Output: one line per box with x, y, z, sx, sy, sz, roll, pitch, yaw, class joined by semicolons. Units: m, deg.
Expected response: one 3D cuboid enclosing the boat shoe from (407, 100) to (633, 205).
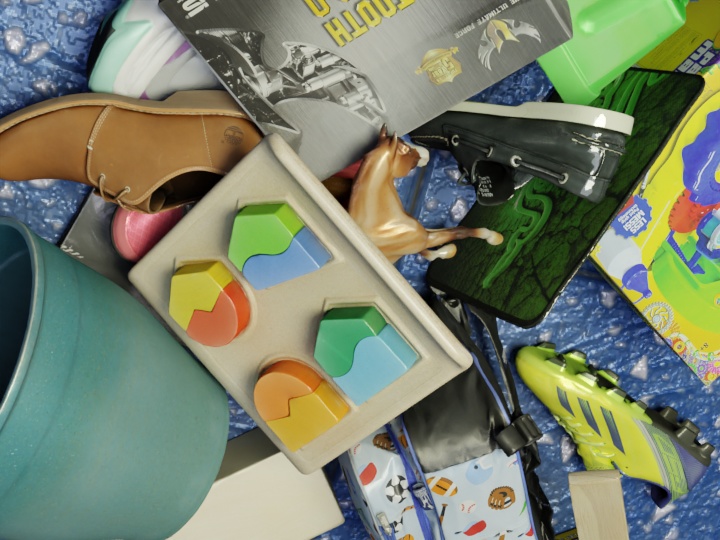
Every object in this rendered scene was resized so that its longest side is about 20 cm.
0.096;-0.075;0.912;0.074;0.198;0.067;7;91;-43;boat shoe

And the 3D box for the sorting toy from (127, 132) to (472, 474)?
-0.048;0.033;0.874;0.185;0.036;0.200;48;134;-4;sorting toy

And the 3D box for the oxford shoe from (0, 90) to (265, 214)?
-0.158;-0.071;0.894;0.197;0.072;0.071;-3;159;12;oxford shoe

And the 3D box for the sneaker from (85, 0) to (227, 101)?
-0.084;-0.185;0.899;0.139;0.078;0.201;18;115;-21;sneaker

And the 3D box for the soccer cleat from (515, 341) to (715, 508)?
0.194;0.127;1.090;0.199;0.065;0.084;31;104;-23;soccer cleat

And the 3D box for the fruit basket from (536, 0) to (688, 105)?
0.093;-0.201;0.904;0.213;0.156;0.217;10;131;11;fruit basket

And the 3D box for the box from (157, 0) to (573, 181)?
0.003;-0.161;0.827;0.199;0.049;0.159;-27;121;23;box

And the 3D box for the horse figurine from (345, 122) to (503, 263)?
0.000;0.000;0.914;0.200;0.050;0.132;-42;144;26;horse figurine

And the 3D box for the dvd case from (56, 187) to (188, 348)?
-0.105;-0.015;0.989;0.199;0.016;0.150;28;102;-22;dvd case

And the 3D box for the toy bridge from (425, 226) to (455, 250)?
-0.021;-0.005;0.989;0.198;0.027;0.068;-12;114;-10;toy bridge

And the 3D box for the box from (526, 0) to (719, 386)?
0.248;-0.066;0.994;0.200;0.122;0.193;-44;115;6;box

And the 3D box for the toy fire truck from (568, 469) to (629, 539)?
0.127;0.239;0.935;0.174;0.129;0.203;-4;83;-6;toy fire truck

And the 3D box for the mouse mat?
0.132;-0.058;0.926;0.008;0.161;0.201;40;83;-26;mouse mat

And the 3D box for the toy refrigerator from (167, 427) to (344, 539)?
-0.119;0.187;1.039;0.198;0.070;0.077;-25;108;-3;toy refrigerator

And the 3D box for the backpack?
0.063;0.142;1.004;0.153;0.201;0.192;-24;123;5;backpack

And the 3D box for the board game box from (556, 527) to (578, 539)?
0.121;0.275;1.072;0.198;0.165;0.057;-18;96;-5;board game box

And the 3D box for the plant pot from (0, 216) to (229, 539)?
-0.196;0.093;0.923;0.187;0.200;0.201;28;104;-36;plant pot

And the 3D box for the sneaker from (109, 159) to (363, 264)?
-0.073;-0.049;0.926;0.198;0.087;0.075;-17;113;-7;sneaker
